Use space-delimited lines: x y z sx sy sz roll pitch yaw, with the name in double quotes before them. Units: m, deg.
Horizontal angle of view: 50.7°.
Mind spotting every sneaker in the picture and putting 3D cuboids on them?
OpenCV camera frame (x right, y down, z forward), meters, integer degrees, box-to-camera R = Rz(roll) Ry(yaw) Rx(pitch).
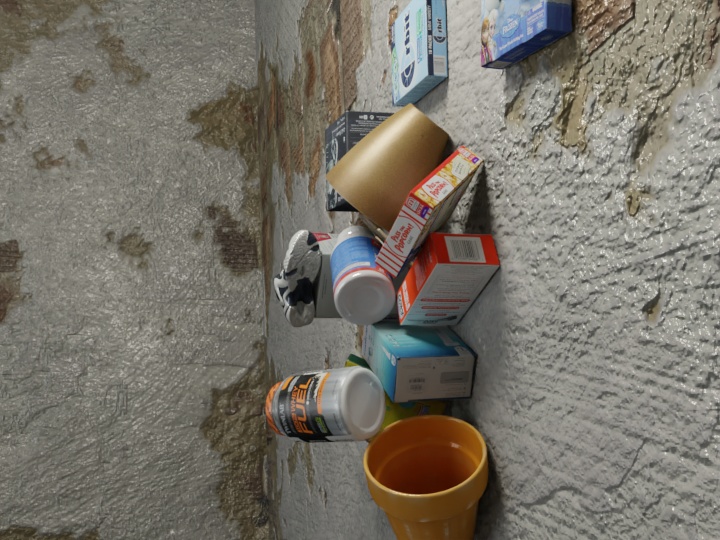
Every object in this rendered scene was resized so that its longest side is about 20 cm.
"sneaker" -0.138 0.002 1.566 0.129 0.078 0.202 -143 46 -57

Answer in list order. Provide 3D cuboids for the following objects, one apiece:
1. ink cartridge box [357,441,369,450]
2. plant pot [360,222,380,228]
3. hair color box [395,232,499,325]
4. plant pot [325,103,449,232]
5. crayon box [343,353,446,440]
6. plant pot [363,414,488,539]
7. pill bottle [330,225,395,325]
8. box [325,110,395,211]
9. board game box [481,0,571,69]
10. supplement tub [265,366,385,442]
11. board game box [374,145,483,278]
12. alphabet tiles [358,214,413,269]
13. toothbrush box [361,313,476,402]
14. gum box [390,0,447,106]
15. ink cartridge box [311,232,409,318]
"ink cartridge box" 0.015 0.348 1.599 0.044 0.173 0.200 -48 8 -14
"plant pot" 0.017 -0.031 1.827 0.200 0.027 0.204 180 90 -73
"hair color box" 0.139 0.018 1.263 0.201 0.109 0.065 114 152 -53
"plant pot" 0.067 -0.195 1.392 0.201 0.185 0.187 -51 28 11
"crayon box" 0.045 0.253 1.397 0.051 0.198 0.128 -46 -20 -78
"plant pot" 0.115 0.371 1.242 0.200 0.197 0.186 -125 23 -63
"pill bottle" 0.000 0.000 1.406 0.201 0.110 0.114 -100 17 -57
"box" -0.002 -0.242 1.732 0.200 0.122 0.200 171 96 -73
"board game box" 0.230 -0.410 1.074 0.200 0.043 0.203 179 93 -74
"supplement tub" -0.064 0.234 1.310 0.198 0.122 0.125 -13 75 40
"board game box" 0.112 -0.097 1.222 0.200 0.046 0.152 -43 -15 -49
"alphabet tiles" 0.070 -0.031 1.403 0.006 0.200 0.166 -45 8 -1
"toothbrush box" 0.097 0.149 1.345 0.200 0.144 0.087 -131 44 -65
"gum box" 0.111 -0.430 1.480 0.200 0.044 0.173 164 106 -72
"ink cartridge box" -0.011 0.011 1.624 0.145 0.197 0.147 -131 46 -64
